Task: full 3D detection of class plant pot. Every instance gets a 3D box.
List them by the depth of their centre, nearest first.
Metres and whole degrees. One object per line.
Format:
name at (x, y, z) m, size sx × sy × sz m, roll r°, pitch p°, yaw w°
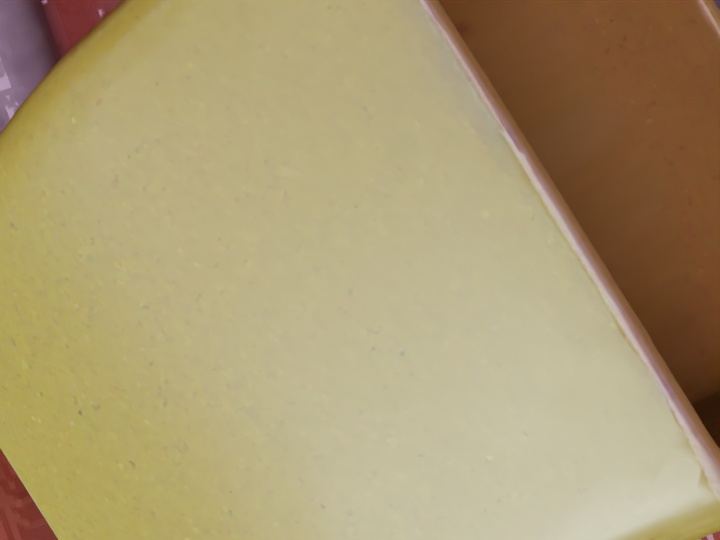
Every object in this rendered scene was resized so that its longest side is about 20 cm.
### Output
plant pot at (0.000, 0.000, 0.824) m, size 0.200 × 0.194 × 0.196 m, roll -31°, pitch 91°, yaw 26°
